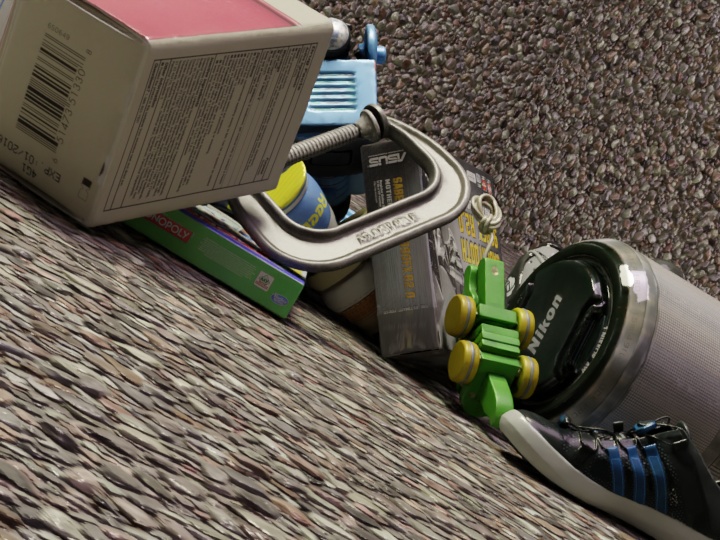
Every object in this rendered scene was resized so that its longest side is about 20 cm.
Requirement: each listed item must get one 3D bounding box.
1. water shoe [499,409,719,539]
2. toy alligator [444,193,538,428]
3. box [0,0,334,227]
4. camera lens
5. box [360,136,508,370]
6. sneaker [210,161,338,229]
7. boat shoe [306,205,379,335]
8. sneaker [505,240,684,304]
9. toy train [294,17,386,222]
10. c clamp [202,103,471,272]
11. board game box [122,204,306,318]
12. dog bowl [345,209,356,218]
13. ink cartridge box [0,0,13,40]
[{"bbox_3d":[0.186,0.128,1.404,0.200,0.079,0.072,30,5,-18],"label":"water shoe"},{"bbox_3d":[0.087,0.038,1.485,0.059,0.054,0.201,14,50,-20],"label":"toy alligator"},{"bbox_3d":[-0.129,-0.119,1.313,0.109,0.128,0.200,32,24,24],"label":"box"},{"bbox_3d":[0.208,0.080,1.536,0.200,0.160,0.160,29,6,-29],"label":"camera lens"},{"bbox_3d":[0.062,-0.007,1.571,0.048,0.159,0.200,-10,-10,19],"label":"box"},{"bbox_3d":[-0.084,-0.050,1.559,0.082,0.074,0.200,46,-11,-31],"label":"sneaker"},{"bbox_3d":[0.000,0.000,1.607,0.068,0.075,0.200,54,15,-9],"label":"boat shoe"},{"bbox_3d":[0.173,0.011,1.669,0.075,0.200,0.116,34,42,-32],"label":"sneaker"},{"bbox_3d":[-0.027,-0.111,1.594,0.086,0.115,0.200,1,-26,-3],"label":"toy train"},{"bbox_3d":[-0.029,-0.069,1.434,0.199,0.027,0.171,-17,50,-27],"label":"c clamp"},{"bbox_3d":[-0.128,-0.037,1.416,0.200,0.029,0.135,31,4,-4],"label":"board game box"},{"bbox_3d":[-0.023,-0.028,1.826,0.111,0.050,0.200,32,6,1],"label":"dog bowl"},{"bbox_3d":[-0.211,-0.152,1.543,0.145,0.084,0.200,30,-5,-18],"label":"ink cartridge box"}]
